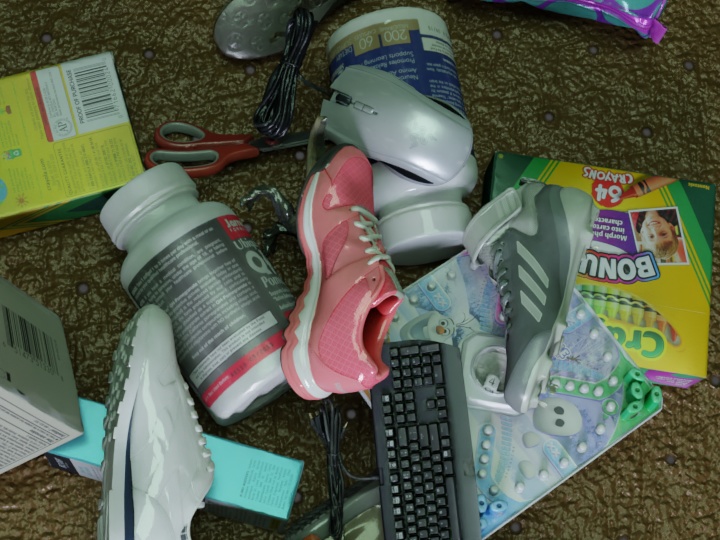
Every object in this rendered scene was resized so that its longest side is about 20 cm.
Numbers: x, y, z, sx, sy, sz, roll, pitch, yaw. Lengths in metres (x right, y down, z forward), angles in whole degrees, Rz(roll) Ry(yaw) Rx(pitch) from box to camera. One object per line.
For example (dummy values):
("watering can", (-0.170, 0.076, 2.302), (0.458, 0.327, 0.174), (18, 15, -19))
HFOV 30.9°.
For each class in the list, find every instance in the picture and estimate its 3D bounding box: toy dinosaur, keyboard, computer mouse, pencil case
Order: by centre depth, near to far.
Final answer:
("keyboard", (0.024, 0.156, 0.987), (0.126, 0.021, 0.202), (-9, 78, 15))
("computer mouse", (0.001, -0.133, 1.049), (0.199, 0.044, 0.110), (26, 91, 28))
("toy dinosaur", (-0.048, -0.041, 1.084), (0.087, 0.201, 0.048), (3, 34, 21))
("pencil case", (0.184, -0.271, 1.191), (0.198, 0.085, 0.093), (11, 56, -2))

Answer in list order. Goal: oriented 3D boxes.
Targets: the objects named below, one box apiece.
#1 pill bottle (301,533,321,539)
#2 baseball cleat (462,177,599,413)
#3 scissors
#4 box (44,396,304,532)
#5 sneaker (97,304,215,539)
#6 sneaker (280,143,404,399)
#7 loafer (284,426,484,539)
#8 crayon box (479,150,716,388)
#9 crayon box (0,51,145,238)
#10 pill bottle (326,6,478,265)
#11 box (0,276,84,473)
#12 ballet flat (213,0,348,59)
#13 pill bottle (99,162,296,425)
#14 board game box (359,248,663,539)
("pill bottle", (-0.098, 0.279, 0.965), (0.199, 0.106, 0.107), (-34, 79, -2))
("baseball cleat", (0.122, 0.016, 1.021), (0.106, 0.070, 0.201), (16, 57, 11))
("scissors", (-0.088, -0.105, 1.137), (0.198, 0.014, 0.073), (1, 41, -8))
("box", (-0.147, 0.153, 1.030), (0.199, 0.082, 0.049), (17, 71, -1))
("sneaker", (-0.149, 0.126, 0.965), (0.080, 0.076, 0.202), (5, 76, -16))
("sneaker", (0.000, 0.000, 0.995), (0.086, 0.074, 0.202), (-3, 75, 34))
("loafer", (0.035, 0.189, 1.050), (0.199, 0.075, 0.070), (-30, 92, -11))
("crayon box", (0.200, 0.000, 1.124), (0.198, 0.058, 0.174), (8, 72, -2))
("crayon box", (-0.291, -0.100, 1.107), (0.199, 0.051, 0.128), (-15, 75, -11))
("pill bottle", (0.039, -0.112, 1.114), (0.110, 0.111, 0.202), (-8, 74, -8))
("box", (-0.327, 0.096, 0.961), (0.199, 0.128, 0.110), (-25, 59, 10))
("ballet flat", (-0.049, -0.257, 1.188), (0.199, 0.046, 0.068), (-36, 111, -9))
("pill bottle", (-0.125, 0.015, 1.058), (0.110, 0.111, 0.201), (-34, 80, -14))
("board game box", (0.109, 0.079, 1.036), (0.199, 0.026, 0.200), (-32, 72, -15))
